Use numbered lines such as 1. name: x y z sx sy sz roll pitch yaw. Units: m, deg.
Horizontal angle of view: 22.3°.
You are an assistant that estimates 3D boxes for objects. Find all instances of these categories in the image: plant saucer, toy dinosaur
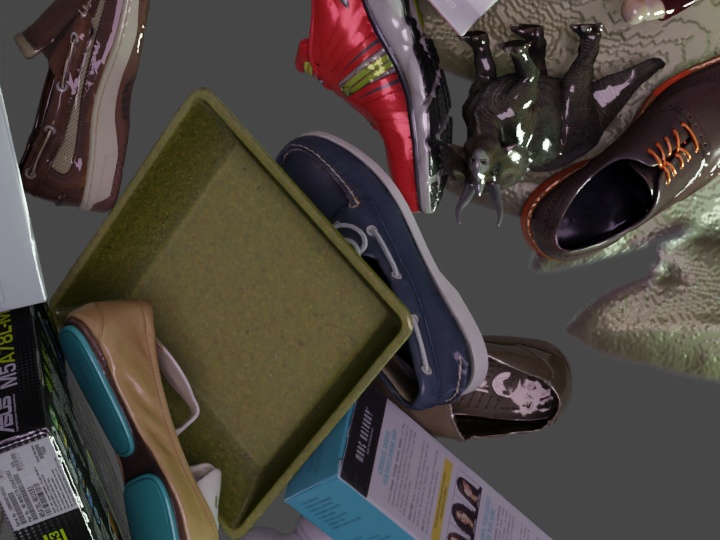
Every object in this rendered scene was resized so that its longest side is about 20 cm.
1. plant saucer: -0.074 0.024 1.109 0.200 0.048 0.200 48 120 17
2. toy dinosaur: 0.111 -0.101 1.153 0.200 0.077 0.103 -19 113 -43

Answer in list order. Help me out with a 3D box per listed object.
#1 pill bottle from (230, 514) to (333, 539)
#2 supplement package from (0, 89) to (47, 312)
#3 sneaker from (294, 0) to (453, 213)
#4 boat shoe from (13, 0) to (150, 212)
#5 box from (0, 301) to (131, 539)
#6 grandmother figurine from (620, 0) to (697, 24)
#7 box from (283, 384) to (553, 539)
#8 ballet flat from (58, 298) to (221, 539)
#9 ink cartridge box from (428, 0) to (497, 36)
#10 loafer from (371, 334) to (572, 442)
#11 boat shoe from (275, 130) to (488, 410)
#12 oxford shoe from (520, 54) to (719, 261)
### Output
1. pill bottle: -0.075 0.240 1.162 0.200 0.111 0.111 -44 100 1
2. supplement package: -0.298 -0.056 1.030 0.199 0.152 0.151 -14 124 -12
3. sneaker: 0.003 -0.129 1.152 0.085 0.077 0.201 -14 99 16
4. boat shoe: -0.173 -0.138 1.115 0.075 0.075 0.203 7 97 -16
5. box: -0.175 0.120 1.064 0.047 0.193 0.201 -20 123 -5
6. grandmother figurine: 0.192 -0.209 1.129 0.199 0.061 0.122 11 108 -32
7. box: 0.043 0.160 1.149 0.049 0.082 0.200 -29 122 35
8. ballet flat: -0.115 0.109 1.085 0.063 0.069 0.201 -21 93 -32
9. ink cartridge box: 0.051 -0.271 1.124 0.176 0.045 0.200 -44 100 -12
10. loafer: 0.043 0.072 1.174 0.199 0.067 0.076 -3 98 -6
11. boat shoe: 0.000 0.000 1.127 0.062 0.075 0.200 -18 71 -43
12. oxford shoe: 0.196 -0.070 1.170 0.200 0.073 0.071 -40 100 0
